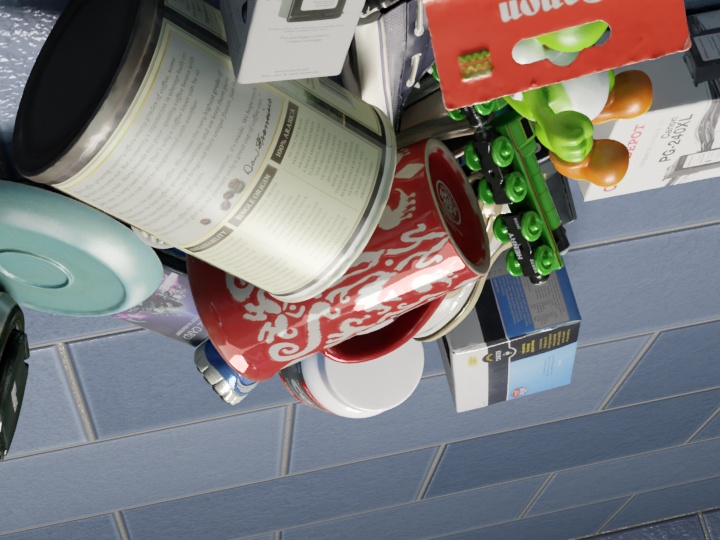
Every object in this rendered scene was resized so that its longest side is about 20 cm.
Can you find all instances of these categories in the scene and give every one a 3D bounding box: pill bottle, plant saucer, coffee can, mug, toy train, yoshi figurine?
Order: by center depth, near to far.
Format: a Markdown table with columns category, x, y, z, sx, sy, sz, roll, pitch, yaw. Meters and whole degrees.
| category | x | y | z | sx | sy | sz | roll | pitch | yaw |
| --- | --- | --- | --- | --- | --- | --- | --- | --- | --- |
| coffee can | -0.097 | -0.084 | 0.861 | 0.199 | 0.148 | 0.146 | 28 | 137 | -33 |
| yoshi figurine | 0.141 | -0.139 | 0.889 | 0.112 | 0.113 | 0.200 | -37 | 139 | 11 |
| toy train | 0.109 | -0.086 | 1.018 | 0.041 | 0.202 | 0.056 | -3 | -154 | 48 |
| mug | -0.004 | -0.011 | 1.041 | 0.198 | 0.135 | 0.177 | -23 | 166 | 22 |
| plant saucer | -0.254 | -0.010 | 1.066 | 0.198 | 0.028 | 0.201 | 11 | 155 | 5 |
| pill bottle | -0.012 | 0.084 | 1.329 | 0.113 | 0.115 | 0.200 | -8 | 180 | -14 |

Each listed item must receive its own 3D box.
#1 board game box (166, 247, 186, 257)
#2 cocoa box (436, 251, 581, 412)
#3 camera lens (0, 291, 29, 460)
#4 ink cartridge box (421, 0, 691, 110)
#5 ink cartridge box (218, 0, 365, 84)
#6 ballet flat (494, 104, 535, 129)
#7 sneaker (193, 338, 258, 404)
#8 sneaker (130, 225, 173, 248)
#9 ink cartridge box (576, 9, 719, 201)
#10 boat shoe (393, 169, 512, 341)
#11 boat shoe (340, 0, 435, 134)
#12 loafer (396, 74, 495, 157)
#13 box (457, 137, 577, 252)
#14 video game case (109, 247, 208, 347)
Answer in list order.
| category | x | y | z | sx | sy | sz | roll | pitch | yaw |
| --- | --- | --- | --- | --- | --- | --- | --- | --- | --- |
| board game box | -0.112 | -0.042 | 1.167 | 0.157 | 0.039 | 0.200 | -27 | 157 | 13 |
| cocoa box | 0.141 | 0.042 | 1.379 | 0.130 | 0.135 | 0.200 | -14 | 157 | 0 |
| camera lens | -0.371 | 0.082 | 1.080 | 0.198 | 0.162 | 0.160 | 11 | 153 | -5 |
| ink cartridge box | 0.105 | -0.197 | 0.768 | 0.160 | 0.202 | 0.050 | -14 | -158 | 0 |
| ink cartridge box | -0.033 | -0.206 | 0.729 | 0.067 | 0.117 | 0.200 | -7 | 155 | -17 |
| ballet flat | 0.151 | -0.165 | 1.002 | 0.068 | 0.069 | 0.200 | -18 | 160 | -23 |
| sneaker | -0.084 | 0.054 | 1.267 | 0.089 | 0.079 | 0.200 | -35 | -170 | 17 |
| sneaker | -0.099 | -0.106 | 1.008 | 0.200 | 0.082 | 0.074 | -41 | 107 | 21 |
| ink cartridge box | 0.272 | -0.138 | 1.107 | 0.198 | 0.084 | 0.146 | -12 | 157 | -7 |
| boat shoe | 0.073 | -0.017 | 1.143 | 0.068 | 0.075 | 0.201 | 1 | 136 | -38 |
| boat shoe | 0.035 | -0.152 | 0.949 | 0.092 | 0.075 | 0.200 | -19 | 159 | -6 |
| loafer | 0.017 | -0.083 | 1.071 | 0.199 | 0.063 | 0.072 | -35 | 157 | 18 |
| box | 0.088 | -0.052 | 1.219 | 0.198 | 0.046 | 0.159 | -24 | 156 | 5 |
| video game case | -0.201 | 0.006 | 1.126 | 0.198 | 0.019 | 0.143 | 21 | 154 | -20 |
